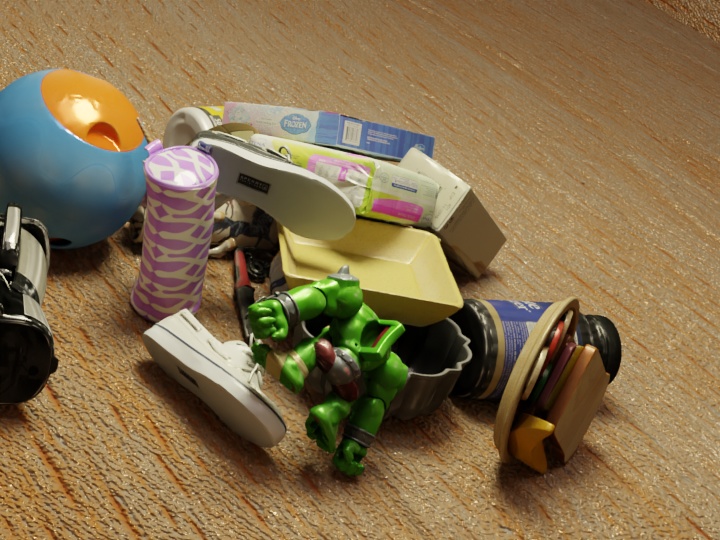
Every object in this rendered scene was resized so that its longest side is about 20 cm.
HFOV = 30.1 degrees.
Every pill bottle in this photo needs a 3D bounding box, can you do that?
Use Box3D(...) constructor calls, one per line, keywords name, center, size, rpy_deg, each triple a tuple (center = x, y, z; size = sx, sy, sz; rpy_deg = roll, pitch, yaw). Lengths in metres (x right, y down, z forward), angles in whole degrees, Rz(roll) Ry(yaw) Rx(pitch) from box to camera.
Box3D(name="pill bottle", center=(-0.160, -0.168, 1.820), size=(0.198, 0.113, 0.111), rpy_deg=(-9, 35, -43))
Box3D(name="pill bottle", center=(0.195, 0.091, 1.528), size=(0.198, 0.113, 0.112), rpy_deg=(3, 29, -28))

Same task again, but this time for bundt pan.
Box3D(name="bundt pan", center=(0.017, 0.093, 1.443), size=(0.199, 0.077, 0.202), rpy_deg=(12, 23, -5))

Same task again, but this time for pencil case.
Box3D(name="pencil case", center=(-0.187, -0.068, 1.639), size=(0.198, 0.079, 0.089), rpy_deg=(3, 14, -29))
Box3D(name="pencil case", center=(-0.203, -0.038, 1.429), size=(0.085, 0.202, 0.084), rpy_deg=(26, 37, 18))

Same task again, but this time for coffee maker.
Box3D(name="coffee maker", center=(-0.388, 0.037, 1.272), size=(0.189, 0.136, 0.201), rpy_deg=(-12, 30, -7))

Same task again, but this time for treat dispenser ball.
Box3D(name="treat dispenser ball", center=(-0.337, -0.126, 1.515), size=(0.198, 0.203, 0.202), rpy_deg=(14, 25, -7))

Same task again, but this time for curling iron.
Box3D(name="curling iron", center=(-0.126, 0.024, 1.556), size=(0.049, 0.026, 0.201), rpy_deg=(10, 26, -8))

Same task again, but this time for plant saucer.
Box3D(name="plant saucer", center=(0.000, 0.000, 1.486), size=(0.197, 0.049, 0.201), rpy_deg=(10, 24, -11))

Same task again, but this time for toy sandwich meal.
Box3D(name="toy sandwich meal", center=(0.204, 0.125, 1.389), size=(0.070, 0.208, 0.205), rpy_deg=(23, 26, 19))

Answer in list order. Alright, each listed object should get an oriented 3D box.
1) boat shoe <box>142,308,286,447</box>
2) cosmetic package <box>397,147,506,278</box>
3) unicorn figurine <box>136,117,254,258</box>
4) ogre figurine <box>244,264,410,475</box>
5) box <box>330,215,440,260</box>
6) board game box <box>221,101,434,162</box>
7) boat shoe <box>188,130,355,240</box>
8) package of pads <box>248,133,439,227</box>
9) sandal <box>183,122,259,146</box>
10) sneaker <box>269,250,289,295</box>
Box3D(name="boat shoe", center=(-0.126, 0.096, 1.335), size=(0.086, 0.075, 0.201), rpy_deg=(-39, 47, -24))
Box3D(name="cosmetic package", center=(0.110, -0.071, 1.729), size=(0.105, 0.071, 0.200), rpy_deg=(37, -3, 28))
Box3D(name="unicorn figurine", center=(-0.191, -0.070, 1.510), size=(0.136, 0.202, 0.074), rpy_deg=(-10, 39, -37))
Box3D(name="ogre figurine", center=(-0.020, 0.088, 1.281), size=(0.120, 0.098, 0.201), rpy_deg=(-41, 97, -24))
Box3D(name="box", center=(0.001, -0.044, 1.673), size=(0.158, 0.050, 0.200), rpy_deg=(15, 3, -11))
Box3D(name="board game box", center=(-0.040, -0.174, 1.714), size=(0.197, 0.044, 0.199), rpy_deg=(10, 2, 38))
Box3D(name="boat shoe", center=(-0.096, -0.097, 1.468), size=(0.197, 0.074, 0.068), rpy_deg=(19, 29, -6))
Box3D(name="package of pads", center=(-0.028, -0.106, 1.601), size=(0.198, 0.069, 0.154), rpy_deg=(15, 3, 34))
Box3D(name="sandal", center=(-0.203, -0.125, 1.677), size=(0.054, 0.198, 0.081), rpy_deg=(50, 25, -33))
Box3D(name="sneaker", center=(-0.013, 0.038, 1.571), size=(0.197, 0.076, 0.089), rpy_deg=(11, 41, -6))
